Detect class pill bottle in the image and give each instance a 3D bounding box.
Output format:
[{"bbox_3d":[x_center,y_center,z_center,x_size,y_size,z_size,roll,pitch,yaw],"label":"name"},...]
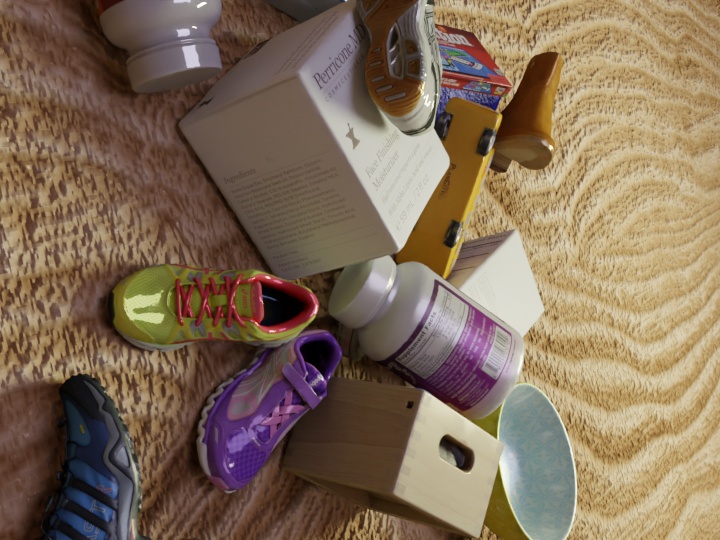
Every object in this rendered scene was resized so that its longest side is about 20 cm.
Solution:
[{"bbox_3d":[0.067,0.062,0.984,0.198,0.112,0.114,34,53,-18],"label":"pill bottle"},{"bbox_3d":[-0.187,-0.269,0.836,0.111,0.111,0.204,-17,95,-53],"label":"pill bottle"}]

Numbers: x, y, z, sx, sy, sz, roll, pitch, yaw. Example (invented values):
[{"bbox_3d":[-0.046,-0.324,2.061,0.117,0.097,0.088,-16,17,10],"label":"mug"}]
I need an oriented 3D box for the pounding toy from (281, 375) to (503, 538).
[{"bbox_3d":[0.043,0.179,0.989,0.199,0.182,0.145,36,66,-42],"label":"pounding toy"}]

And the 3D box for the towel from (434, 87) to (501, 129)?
[{"bbox_3d":[0.091,-0.137,1.122,0.146,0.049,0.204,-3,117,-38],"label":"towel"}]

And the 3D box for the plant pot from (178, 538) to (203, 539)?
[{"bbox_3d":[-0.076,0.317,0.757,0.186,0.197,0.192,17,68,-50],"label":"plant pot"}]

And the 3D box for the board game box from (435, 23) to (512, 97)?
[{"bbox_3d":[0.076,-0.246,1.056,0.197,0.020,0.104,0,48,-38],"label":"board game box"}]

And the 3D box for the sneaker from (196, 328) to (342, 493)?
[{"bbox_3d":[-0.079,0.122,0.898,0.081,0.087,0.201,59,42,-26],"label":"sneaker"}]

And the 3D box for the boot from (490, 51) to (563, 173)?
[{"bbox_3d":[0.206,-0.196,1.122,0.070,0.201,0.146,26,88,-7],"label":"boot"}]

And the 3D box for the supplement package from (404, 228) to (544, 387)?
[{"bbox_3d":[0.129,0.048,1.169,0.199,0.116,0.119,-38,109,-50],"label":"supplement package"}]

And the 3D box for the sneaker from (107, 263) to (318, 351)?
[{"bbox_3d":[-0.125,0.027,0.837,0.197,0.090,0.080,1,79,-33],"label":"sneaker"}]

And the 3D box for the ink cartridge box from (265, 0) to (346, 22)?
[{"bbox_3d":[-0.052,-0.393,1.083,0.135,0.075,0.204,17,66,-50],"label":"ink cartridge box"}]

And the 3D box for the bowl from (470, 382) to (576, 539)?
[{"bbox_3d":[0.181,0.252,1.187,0.199,0.106,0.204,25,56,-45],"label":"bowl"}]

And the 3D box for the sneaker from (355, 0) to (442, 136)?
[{"bbox_3d":[0.041,-0.223,0.907,0.088,0.074,0.204,46,44,-60],"label":"sneaker"}]

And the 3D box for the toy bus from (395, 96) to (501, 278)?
[{"bbox_3d":[0.102,-0.092,1.070,0.078,0.064,0.203,-32,142,-68],"label":"toy bus"}]

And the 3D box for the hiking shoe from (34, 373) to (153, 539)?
[{"bbox_3d":[-0.211,0.179,0.717,0.085,0.074,0.204,-12,75,-25],"label":"hiking shoe"}]

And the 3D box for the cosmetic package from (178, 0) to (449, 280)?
[{"bbox_3d":[-0.041,-0.128,0.949,0.202,0.163,0.166,58,40,-25],"label":"cosmetic package"}]

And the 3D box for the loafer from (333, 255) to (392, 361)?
[{"bbox_3d":[0.000,0.000,1.066,0.072,0.062,0.204,56,49,-70],"label":"loafer"}]
